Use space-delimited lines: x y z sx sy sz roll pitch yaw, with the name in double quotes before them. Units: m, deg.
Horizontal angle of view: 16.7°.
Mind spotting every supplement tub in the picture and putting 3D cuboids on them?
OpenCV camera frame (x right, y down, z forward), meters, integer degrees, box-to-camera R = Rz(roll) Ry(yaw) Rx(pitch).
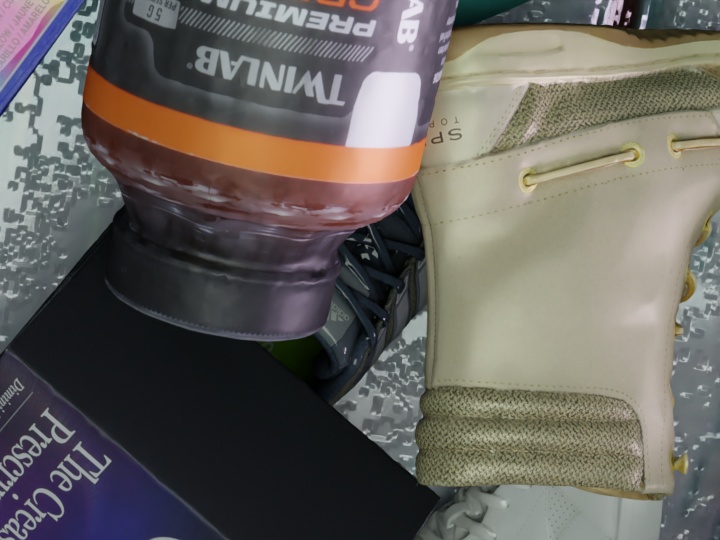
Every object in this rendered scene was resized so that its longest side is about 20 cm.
"supplement tub" -0.023 -0.083 0.731 0.107 0.107 0.200 11 105 -5

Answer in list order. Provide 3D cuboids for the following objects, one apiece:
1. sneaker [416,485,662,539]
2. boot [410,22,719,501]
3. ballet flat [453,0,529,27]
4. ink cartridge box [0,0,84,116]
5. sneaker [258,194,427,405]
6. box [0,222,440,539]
"sneaker" 0.045 0.095 0.895 0.115 0.074 0.200 4 106 -6
"boot" 0.099 -0.001 0.824 0.200 0.073 0.156 -1 86 -36
"ballet flat" 0.089 -0.143 0.793 0.200 0.068 0.072 -23 77 9
"ink cartridge box" -0.146 -0.072 0.778 0.076 0.200 0.136 37 101 -10
"sneaker" 0.000 0.000 0.864 0.074 0.081 0.200 37 100 -11
"box" -0.089 0.099 0.833 0.141 0.079 0.200 39 134 -4
